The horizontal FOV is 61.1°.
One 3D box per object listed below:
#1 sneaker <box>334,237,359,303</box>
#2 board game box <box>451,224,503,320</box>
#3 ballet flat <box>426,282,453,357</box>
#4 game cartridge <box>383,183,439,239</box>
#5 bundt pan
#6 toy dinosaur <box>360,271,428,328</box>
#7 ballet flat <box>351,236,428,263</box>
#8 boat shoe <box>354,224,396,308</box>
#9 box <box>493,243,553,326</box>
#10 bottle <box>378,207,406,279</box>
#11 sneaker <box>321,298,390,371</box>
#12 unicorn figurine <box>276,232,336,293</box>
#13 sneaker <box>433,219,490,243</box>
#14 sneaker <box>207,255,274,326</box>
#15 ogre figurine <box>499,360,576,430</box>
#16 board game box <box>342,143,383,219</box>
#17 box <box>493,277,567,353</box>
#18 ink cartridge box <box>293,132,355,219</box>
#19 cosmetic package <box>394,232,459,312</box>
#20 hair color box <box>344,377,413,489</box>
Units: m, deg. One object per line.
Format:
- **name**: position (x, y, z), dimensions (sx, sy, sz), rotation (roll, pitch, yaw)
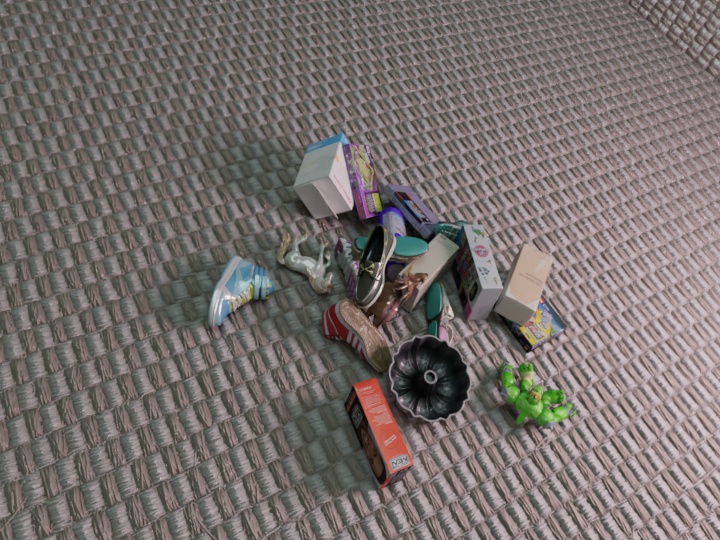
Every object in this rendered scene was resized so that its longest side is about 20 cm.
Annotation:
- **sneaker**: position (0.000, 0.000, 1.573), dimensions (0.087, 0.081, 0.203), rotation (-2, 53, -25)
- **board game box**: position (0.298, 0.005, 1.601), dimensions (0.063, 0.149, 0.203), rotation (-1, 54, -12)
- **ballet flat**: position (0.203, 0.130, 1.542), dimensions (0.070, 0.069, 0.204), rotation (23, 54, -24)
- **game cartridge**: position (0.160, -0.168, 1.729), dimensions (0.201, 0.039, 0.129), rotation (52, 25, 22)
- **bundt pan**: position (0.151, 0.258, 1.409), dimensions (0.197, 0.076, 0.206), rotation (6, 62, -11)
- **toy dinosaur**: position (0.069, 0.077, 1.461), dimensions (0.085, 0.135, 0.204), rotation (27, 84, -35)
- **ballet flat**: position (0.072, -0.048, 1.543), dimensions (0.195, 0.076, 0.069), rotation (1, 57, -8)
- **boat shoe**: position (0.026, -0.012, 1.439), dimensions (0.071, 0.060, 0.205), rotation (6, 65, 34)
- **box**: position (0.430, 0.037, 1.606), dimensions (0.093, 0.078, 0.202), rotation (26, 52, 5)
- **bottle**: position (0.089, -0.073, 1.643), dimensions (0.083, 0.064, 0.203), rotation (40, 36, -42)
- **sneaker**: position (-0.015, 0.162, 1.462), dimensions (0.071, 0.112, 0.202), rotation (-43, 103, -38)
- **unicorn figurine**: position (-0.125, -0.017, 1.561), dimensions (0.196, 0.074, 0.139), rotation (14, 60, 14)
- **sneaker**: position (0.270, -0.105, 1.707), dimensions (0.197, 0.078, 0.092), rotation (16, 34, -38)
- **sneaker**: position (-0.278, 0.059, 1.451), dimensions (0.128, 0.080, 0.203), rotation (17, 53, 0)
- **ogre figurine**: position (0.410, 0.304, 1.449), dimensions (0.201, 0.098, 0.120), rotation (49, 37, 3)
- **board game box**: position (0.010, -0.246, 1.685), dimensions (0.120, 0.032, 0.205), rotation (-16, 93, -66)
- **box**: position (0.439, 0.107, 1.632), dimensions (0.134, 0.038, 0.202), rotation (-20, 61, -27)
- **ink cartridge box**: position (-0.088, -0.248, 1.666), dimensions (0.123, 0.129, 0.203), rotation (-11, 45, 29)
- **cosmetic package**: position (0.168, 0.004, 1.596), dimensions (0.071, 0.106, 0.200), rotation (36, 52, 16)
- **hair color box**: position (0.036, 0.347, 1.307), dimensions (0.060, 0.102, 0.202), rotation (-13, 58, -24)
